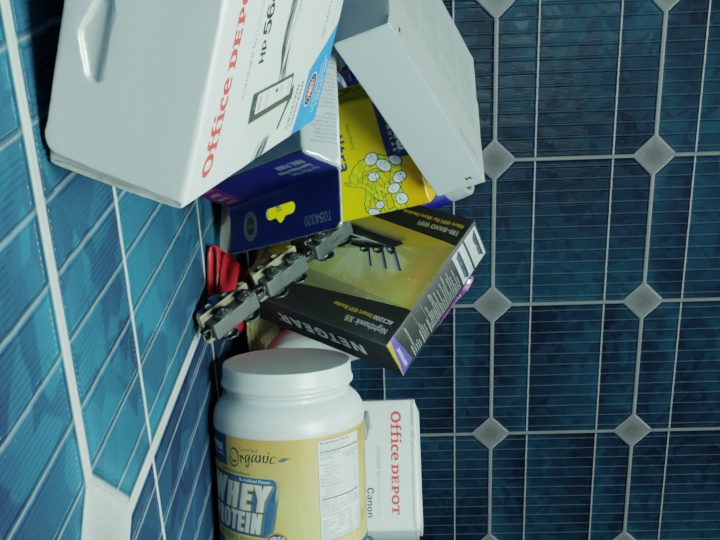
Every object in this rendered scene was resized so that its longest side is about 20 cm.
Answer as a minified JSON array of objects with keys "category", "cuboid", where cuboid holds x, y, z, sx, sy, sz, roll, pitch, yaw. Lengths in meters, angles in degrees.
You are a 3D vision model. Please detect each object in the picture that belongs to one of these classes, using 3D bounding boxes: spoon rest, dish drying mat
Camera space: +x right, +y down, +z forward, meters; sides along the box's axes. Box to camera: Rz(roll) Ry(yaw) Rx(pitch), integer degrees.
[{"category":"spoon rest","cuboid":[-0.011,0.066,1.007,0.099,0.200,0.061,38,28,-58]},{"category":"dish drying mat","cuboid":[-0.131,0.025,1.007,0.200,0.018,0.077,73,16,-83]}]

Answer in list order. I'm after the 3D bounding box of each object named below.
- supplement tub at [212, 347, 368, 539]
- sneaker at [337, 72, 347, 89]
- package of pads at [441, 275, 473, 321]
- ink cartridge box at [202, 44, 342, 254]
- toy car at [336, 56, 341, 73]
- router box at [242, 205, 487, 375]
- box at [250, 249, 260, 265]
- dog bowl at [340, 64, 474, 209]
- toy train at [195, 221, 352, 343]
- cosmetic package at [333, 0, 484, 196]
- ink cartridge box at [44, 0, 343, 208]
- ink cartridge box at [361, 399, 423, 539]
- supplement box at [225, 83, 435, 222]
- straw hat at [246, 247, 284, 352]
[{"category":"supplement tub","cuboid":[-0.067,0.184,0.932,0.145,0.144,0.201,-74,162,-83]},{"category":"sneaker","cuboid":[-0.077,-0.222,0.960,0.200,0.072,0.073,36,48,-42]},{"category":"package of pads","cuboid":[0.014,-0.010,1.088,0.121,0.200,0.076,-52,157,13]},{"category":"ink cartridge box","cuboid":[-0.083,-0.123,0.803,0.196,0.043,0.201,-11,-101,57]},{"category":"toy car","cuboid":[-0.068,-0.224,1.205,0.200,0.164,0.158,71,14,-48]},{"category":"router box","cuboid":[0.000,0.000,0.966,0.157,0.200,0.052,-54,140,-23]},{"category":"box","cuboid":[-0.107,0.047,1.263,0.159,0.046,0.201,-43,132,-87]},{"category":"dog bowl","cuboid":[0.057,-0.166,1.138,0.200,0.079,0.200,56,20,-33]},{"category":"toy train","cuboid":[-0.082,0.004,0.905,0.200,0.046,0.034,-40,130,-37]},{"category":"cosmetic package","cuboid":[0.043,-0.181,0.811,0.200,0.052,0.151,49,30,-48]},{"category":"ink cartridge box","cuboid":[-0.080,-0.139,0.550,0.200,0.084,0.146,-53,162,-62]},{"category":"ink cartridge box","cuboid":[-0.033,0.223,1.072,0.085,0.199,0.146,83,5,-67]},{"category":"supplement box","cuboid":[-0.030,-0.110,0.936,0.110,0.199,0.109,-57,132,-64]},{"category":"straw hat","cuboid":[-0.060,0.064,1.115,0.201,0.085,0.202,0,90,-78]}]
